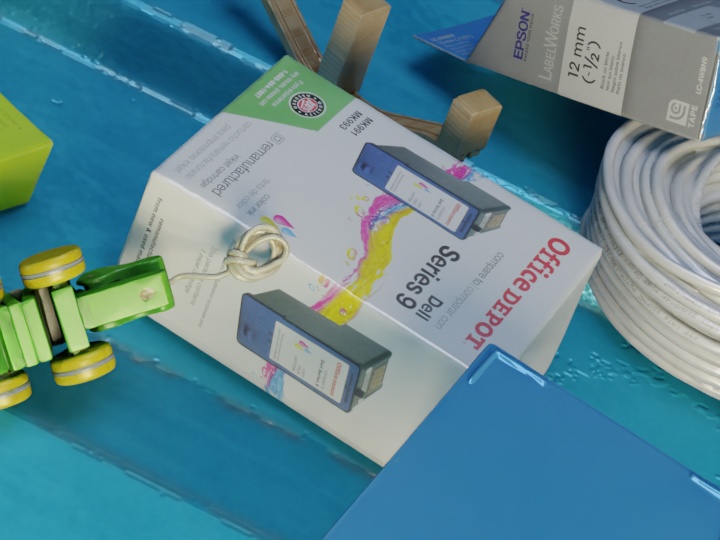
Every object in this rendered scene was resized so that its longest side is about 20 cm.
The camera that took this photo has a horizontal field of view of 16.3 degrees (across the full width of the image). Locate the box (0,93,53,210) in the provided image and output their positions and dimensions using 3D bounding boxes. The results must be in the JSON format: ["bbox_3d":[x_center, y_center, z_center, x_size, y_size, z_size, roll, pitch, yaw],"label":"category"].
[{"bbox_3d":[-0.260,-0.061,1.209,0.122,0.048,0.199,42,36,21],"label":"box"}]

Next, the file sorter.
[{"bbox_3d":[0.052,0.156,1.071,0.138,0.123,0.200,32,40,11],"label":"file sorter"}]

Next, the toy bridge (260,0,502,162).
[{"bbox_3d":[-0.007,-0.124,1.402,0.027,0.068,0.200,-23,56,-42],"label":"toy bridge"}]

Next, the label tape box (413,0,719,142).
[{"bbox_3d":[0.153,-0.142,1.447,0.199,0.067,0.143,24,26,31],"label":"label tape box"}]

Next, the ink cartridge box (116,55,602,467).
[{"bbox_3d":[0.000,0.000,1.252,0.199,0.088,0.145,34,40,10],"label":"ink cartridge box"}]

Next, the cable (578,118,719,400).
[{"bbox_3d":[0.217,-0.007,1.380,0.199,0.070,0.200,-9,48,-32],"label":"cable"}]

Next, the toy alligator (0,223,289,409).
[{"bbox_3d":[-0.131,0.017,1.171,0.199,0.060,0.054,-19,11,-13],"label":"toy alligator"}]
